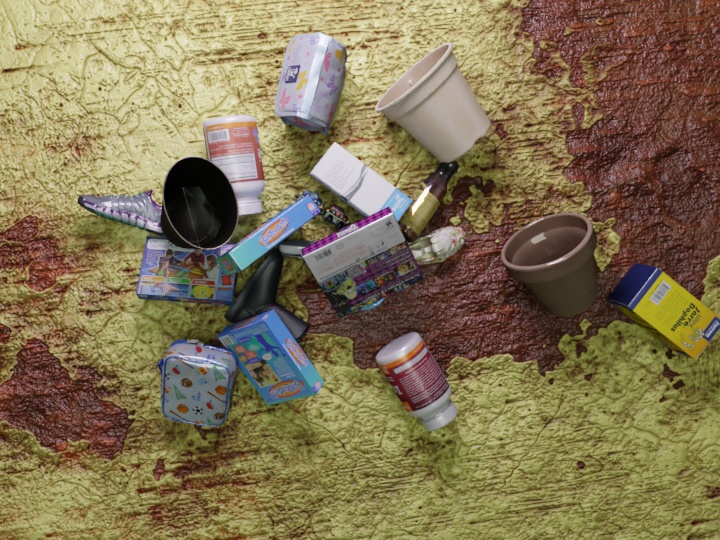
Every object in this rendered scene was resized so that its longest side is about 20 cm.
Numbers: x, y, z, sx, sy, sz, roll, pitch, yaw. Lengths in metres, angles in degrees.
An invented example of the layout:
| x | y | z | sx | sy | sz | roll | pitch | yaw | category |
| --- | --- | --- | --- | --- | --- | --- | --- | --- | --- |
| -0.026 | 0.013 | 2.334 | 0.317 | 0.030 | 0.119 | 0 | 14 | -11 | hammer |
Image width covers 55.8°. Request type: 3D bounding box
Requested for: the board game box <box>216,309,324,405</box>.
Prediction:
| x | y | z | sx | sy | sz | roll | pitch | yaw | category |
| --- | --- | --- | --- | --- | --- | --- | --- | --- | --- |
| -0.191 | 0.190 | 1.447 | 0.152 | 0.045 | 0.200 | -19 | 112 | 35 | board game box |

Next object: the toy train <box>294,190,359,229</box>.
| x | y | z | sx | sy | sz | roll | pitch | yaw | category |
| --- | --- | --- | --- | --- | --- | --- | --- | --- | --- |
| -0.054 | -0.119 | 1.483 | 0.200 | 0.034 | 0.046 | 31 | 90 | -7 | toy train |

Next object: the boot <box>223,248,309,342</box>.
| x | y | z | sx | sy | sz | roll | pitch | yaw | category |
| --- | --- | --- | --- | --- | --- | --- | --- | --- | --- |
| -0.177 | 0.075 | 1.473 | 0.168 | 0.076 | 0.200 | 35 | 100 | -3 | boot |

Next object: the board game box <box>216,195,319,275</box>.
| x | y | z | sx | sy | sz | roll | pitch | yaw | category |
| --- | --- | --- | --- | --- | --- | --- | --- | --- | --- |
| -0.192 | -0.070 | 1.387 | 0.200 | 0.152 | 0.045 | -40 | 101 | -20 | board game box |

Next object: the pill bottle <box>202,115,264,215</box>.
| x | y | z | sx | sy | sz | roll | pitch | yaw | category |
| --- | --- | --- | --- | --- | --- | --- | --- | --- | --- |
| -0.260 | -0.216 | 1.421 | 0.112 | 0.112 | 0.200 | -7 | 97 | -3 | pill bottle |

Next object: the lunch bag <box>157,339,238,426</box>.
| x | y | z | sx | sy | sz | roll | pitch | yaw | category |
| --- | --- | --- | --- | --- | --- | --- | --- | --- | --- |
| -0.351 | 0.239 | 1.453 | 0.160 | 0.076 | 0.200 | 12 | 121 | -3 | lunch bag |

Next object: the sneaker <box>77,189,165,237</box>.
| x | y | z | sx | sy | sz | roll | pitch | yaw | category |
| --- | --- | --- | --- | --- | --- | --- | --- | --- | --- |
| -0.489 | -0.140 | 1.443 | 0.200 | 0.074 | 0.088 | 19 | 85 | -16 | sneaker |

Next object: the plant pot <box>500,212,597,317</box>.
| x | y | z | sx | sy | sz | roll | pitch | yaw | category |
| --- | --- | --- | --- | --- | --- | --- | --- | --- | --- |
| 0.429 | 0.000 | 1.464 | 0.200 | 0.200 | 0.175 | -33 | 115 | 0 | plant pot |

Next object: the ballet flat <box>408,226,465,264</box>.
| x | y | z | sx | sy | sz | roll | pitch | yaw | category |
| --- | --- | --- | --- | --- | --- | --- | --- | --- | --- |
| 0.142 | -0.042 | 1.489 | 0.200 | 0.064 | 0.076 | -21 | 96 | -2 | ballet flat |

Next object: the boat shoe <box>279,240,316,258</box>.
| x | y | z | sx | sy | sz | roll | pitch | yaw | category |
| --- | --- | --- | --- | --- | --- | --- | --- | --- | --- |
| -0.079 | -0.025 | 1.471 | 0.200 | 0.070 | 0.066 | 3 | 103 | -21 | boat shoe |

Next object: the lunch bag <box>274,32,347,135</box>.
| x | y | z | sx | sy | sz | roll | pitch | yaw | category |
| --- | --- | --- | --- | --- | --- | --- | --- | --- | --- |
| -0.099 | -0.376 | 1.369 | 0.127 | 0.200 | 0.170 | 14 | 96 | -5 | lunch bag |

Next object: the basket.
| x | y | z | sx | sy | sz | roll | pitch | yaw | category |
| --- | --- | --- | --- | --- | --- | --- | --- | --- | --- |
| -0.332 | -0.113 | 1.357 | 0.136 | 0.200 | 0.181 | -17 | 89 | -23 | basket |

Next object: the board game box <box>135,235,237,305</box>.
| x | y | z | sx | sy | sz | roll | pitch | yaw | category |
| --- | --- | --- | --- | --- | --- | --- | --- | --- | --- |
| -0.363 | 0.000 | 1.447 | 0.200 | 0.034 | 0.136 | 5 | 67 | -4 | board game box |

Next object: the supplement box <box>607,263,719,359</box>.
| x | y | z | sx | sy | sz | roll | pitch | yaw | category |
| --- | --- | --- | --- | --- | --- | --- | --- | --- | --- |
| 0.677 | 0.089 | 1.514 | 0.200 | 0.109 | 0.110 | 37 | 93 | -6 | supplement box |

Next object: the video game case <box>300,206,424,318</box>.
| x | y | z | sx | sy | sz | roll | pitch | yaw | category |
| --- | --- | --- | --- | --- | --- | --- | --- | --- | --- |
| 0.007 | -0.012 | 1.377 | 0.200 | 0.036 | 0.181 | -26 | 124 | 5 | video game case |

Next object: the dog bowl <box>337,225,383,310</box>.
| x | y | z | sx | sy | sz | roll | pitch | yaw | category |
| --- | --- | --- | --- | --- | --- | --- | --- | --- | --- |
| 0.000 | 0.000 | 1.447 | 0.111 | 0.050 | 0.200 | -24 | 125 | -13 | dog bowl |

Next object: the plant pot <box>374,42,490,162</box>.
| x | y | z | sx | sy | sz | roll | pitch | yaw | category |
| --- | --- | --- | --- | --- | --- | --- | --- | --- | --- |
| 0.164 | -0.331 | 1.407 | 0.200 | 0.200 | 0.184 | -43 | 108 | 2 | plant pot |

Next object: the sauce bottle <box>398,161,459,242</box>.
| x | y | z | sx | sy | sz | roll | pitch | yaw | category |
| --- | --- | --- | --- | --- | --- | --- | --- | --- | --- |
| 0.143 | -0.156 | 1.471 | 0.066 | 0.066 | 0.200 | 35 | 80 | -7 | sauce bottle |

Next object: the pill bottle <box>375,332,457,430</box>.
| x | y | z | sx | sy | sz | roll | pitch | yaw | category |
| --- | --- | --- | --- | --- | --- | --- | --- | --- | --- |
| 0.128 | 0.246 | 1.495 | 0.113 | 0.113 | 0.200 | -31 | 97 | 0 | pill bottle |

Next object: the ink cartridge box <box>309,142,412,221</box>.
| x | y | z | sx | sy | sz | roll | pitch | yaw | category |
| --- | --- | --- | --- | --- | --- | --- | --- | --- | --- |
| -0.001 | -0.173 | 1.424 | 0.200 | 0.145 | 0.084 | 36 | 93 | -7 | ink cartridge box |
